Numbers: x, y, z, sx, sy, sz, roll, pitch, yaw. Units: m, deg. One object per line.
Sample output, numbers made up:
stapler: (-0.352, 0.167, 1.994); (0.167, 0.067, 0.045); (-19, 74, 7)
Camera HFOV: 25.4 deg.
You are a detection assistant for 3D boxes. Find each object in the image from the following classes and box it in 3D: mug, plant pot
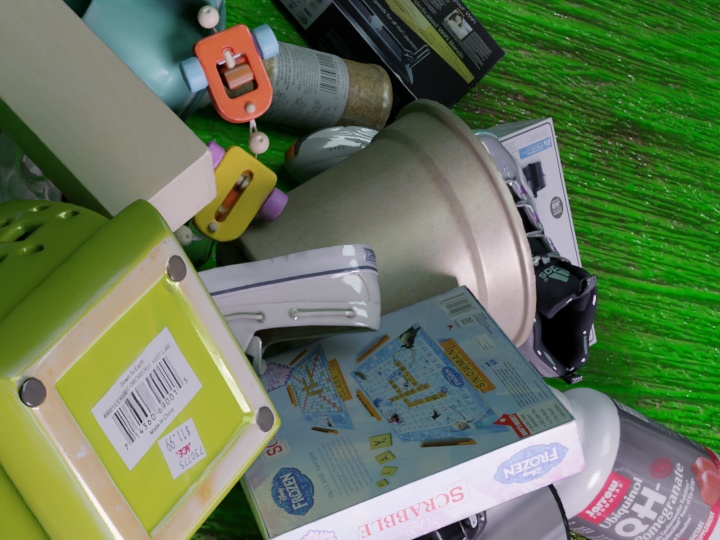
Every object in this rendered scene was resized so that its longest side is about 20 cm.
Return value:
mug: (-0.163, -0.164, 1.160); (0.114, 0.185, 0.153); (30, 90, -25)
plant pot: (0.000, 0.000, 1.179); (0.182, 0.201, 0.202); (-23, 77, -19)
plant pot: (-0.175, 0.080, 0.934); (0.200, 0.180, 0.200); (-48, 119, -40)

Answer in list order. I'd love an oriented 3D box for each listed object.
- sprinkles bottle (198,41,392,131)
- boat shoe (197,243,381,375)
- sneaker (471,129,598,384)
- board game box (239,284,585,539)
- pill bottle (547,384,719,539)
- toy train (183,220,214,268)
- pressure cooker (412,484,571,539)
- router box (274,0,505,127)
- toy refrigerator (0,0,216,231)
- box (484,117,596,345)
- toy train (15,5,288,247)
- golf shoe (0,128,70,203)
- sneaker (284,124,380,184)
sprinkles bottle: (-0.068, -0.154, 1.314); (0.198, 0.068, 0.069); (8, 58, -37)
boat shoe: (-0.082, 0.036, 1.060); (0.071, 0.197, 0.071); (58, 21, -79)
sneaker: (0.133, -0.010, 1.208); (0.077, 0.140, 0.202); (-23, 104, -20)
board game box: (0.014, 0.098, 1.020); (0.200, 0.197, 0.042); (-124, -164, -61)
pill bottle: (0.199, 0.163, 1.301); (0.199, 0.111, 0.112); (27, 48, -24)
toy train: (-0.144, 0.024, 1.153); (0.056, 0.042, 0.202); (38, 44, -30)
pressure cooker: (0.033, 0.203, 1.066); (0.199, 0.177, 0.178); (-23, 110, -56)
router box: (0.023, -0.229, 1.452); (0.200, 0.052, 0.157); (50, 42, -3)
toy refrigerator: (-0.185, -0.103, 1.025); (0.076, 0.070, 0.200); (-41, 73, -17)
box: (0.127, -0.016, 1.338); (0.116, 0.060, 0.203); (-22, 104, -47)
toy train: (-0.133, -0.082, 1.105); (0.199, 0.056, 0.151); (-29, 99, -10)
golf shoe: (-0.237, -0.008, 1.070); (0.091, 0.075, 0.202); (29, 48, -27)
sneaker: (0.024, -0.050, 1.323); (0.198, 0.076, 0.093); (21, 55, -28)
